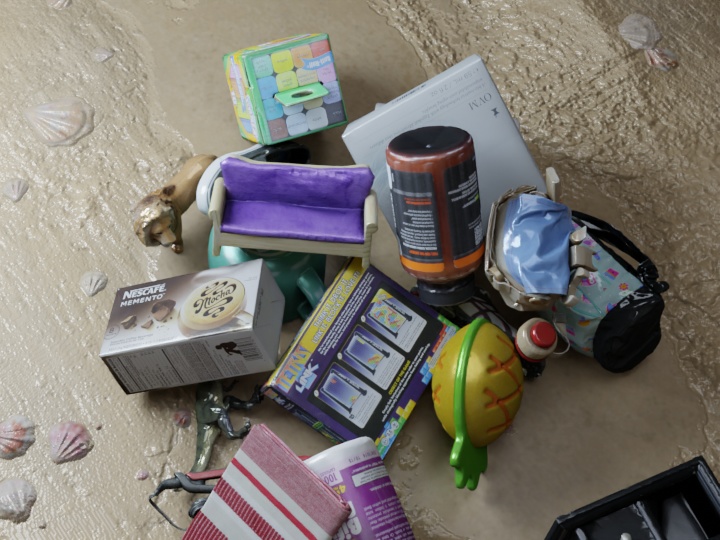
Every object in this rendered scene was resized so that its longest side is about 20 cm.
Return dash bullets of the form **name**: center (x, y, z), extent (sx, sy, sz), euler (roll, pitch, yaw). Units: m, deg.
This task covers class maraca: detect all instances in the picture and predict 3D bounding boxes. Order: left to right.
- **maraca**: center (0.136, 0.157, 1.383), extent (0.106, 0.137, 0.202), euler (3, 79, 28)

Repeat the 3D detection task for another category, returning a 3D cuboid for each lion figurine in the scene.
- **lion figurine**: center (-0.232, -0.099, 1.532), extent (0.072, 0.123, 0.201), euler (22, 58, 9)

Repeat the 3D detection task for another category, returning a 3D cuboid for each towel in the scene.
- **towel**: center (-0.110, 0.287, 1.285), extent (0.144, 0.201, 0.023), euler (40, 20, 20)

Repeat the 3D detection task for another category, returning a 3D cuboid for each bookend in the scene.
- **bookend**: center (0.341, 0.344, 1.318), extent (0.198, 0.092, 0.200), euler (-18, 61, -14)

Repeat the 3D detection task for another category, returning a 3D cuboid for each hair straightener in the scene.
- **hair straightener**: center (-0.144, 0.262, 1.350), extent (0.198, 0.041, 0.078), euler (-3, 73, -18)

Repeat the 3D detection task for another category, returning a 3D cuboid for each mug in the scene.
- **mug**: center (-0.104, -0.020, 1.497), extent (0.183, 0.115, 0.153), euler (14, 58, 4)

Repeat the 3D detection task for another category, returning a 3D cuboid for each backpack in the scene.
- **backpack**: center (0.284, 0.022, 1.483), extent (0.126, 0.168, 0.200), euler (-32, 59, -17)

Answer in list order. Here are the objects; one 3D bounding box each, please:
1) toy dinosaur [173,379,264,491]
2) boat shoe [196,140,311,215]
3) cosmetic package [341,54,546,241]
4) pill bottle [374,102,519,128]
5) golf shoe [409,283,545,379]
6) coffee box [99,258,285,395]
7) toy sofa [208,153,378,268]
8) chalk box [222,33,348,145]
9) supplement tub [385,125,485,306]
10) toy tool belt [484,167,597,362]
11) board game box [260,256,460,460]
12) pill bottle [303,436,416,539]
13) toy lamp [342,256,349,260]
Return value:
- **toy dinosaur**: center (-0.167, 0.172, 1.413), extent (0.087, 0.048, 0.202), euler (-4, 59, 14)
- **boat shoe**: center (-0.140, -0.129, 1.557), extent (0.056, 0.069, 0.200), euler (8, 31, 32)
- **cosmetic package**: center (0.110, -0.137, 1.495), extent (0.198, 0.123, 0.201), euler (-28, 101, 9)
- **pill bottle**: center (0.112, -0.167, 1.608), extent (0.198, 0.114, 0.114), euler (9, 57, 1)
- **golf shoe**: center (0.155, 0.063, 1.492), extent (0.199, 0.078, 0.088), euler (29, 53, 13)
- **coffee box**: center (-0.199, 0.069, 1.403), extent (0.198, 0.080, 0.114), euler (-11, 44, 16)
- **toy sofa**: center (-0.079, -0.071, 1.393), extent (0.198, 0.098, 0.083), euler (5, 33, -3)
- **chalk box**: center (-0.099, -0.245, 1.573), extent (0.123, 0.200, 0.125), euler (-16, 104, -15)
- **supplement tub**: center (0.091, -0.061, 1.387), extent (0.106, 0.202, 0.107), euler (-7, 25, 3)
- **toy tool belt**: center (0.211, -0.006, 1.359), extent (0.123, 0.123, 0.202), euler (2, 69, -16)
- **board game box**: center (0.001, 0.108, 1.416), extent (0.165, 0.057, 0.201), euler (36, 69, -4)
- **pill bottle**: center (0.001, 0.297, 1.298), extent (0.111, 0.112, 0.202), euler (-20, 76, -16)
- **toy lamp**: center (0.000, 0.000, 1.529), extent (0.058, 0.058, 0.201), euler (-19, 60, -16)
